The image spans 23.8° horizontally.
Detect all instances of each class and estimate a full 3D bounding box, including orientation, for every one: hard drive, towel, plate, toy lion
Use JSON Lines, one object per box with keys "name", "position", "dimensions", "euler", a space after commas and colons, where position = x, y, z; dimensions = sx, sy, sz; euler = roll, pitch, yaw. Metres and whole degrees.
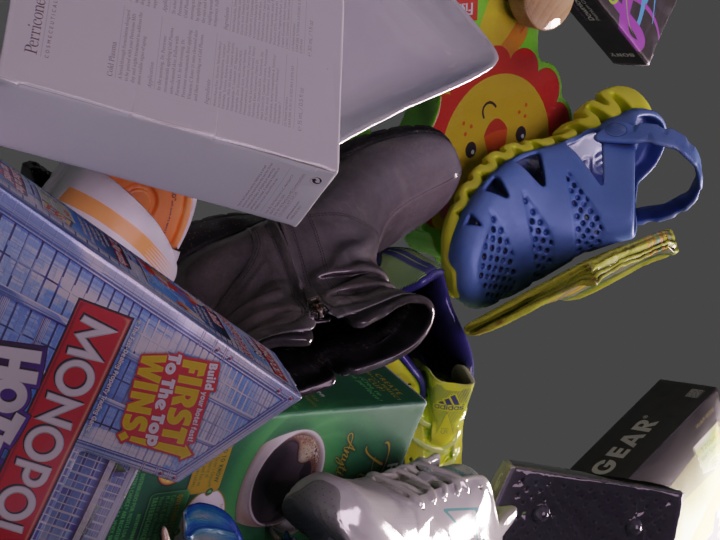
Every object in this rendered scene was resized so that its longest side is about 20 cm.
{"name": "hard drive", "position": [0.111, 0.214, 1.050], "dimensions": [0.134, 0.042, 0.201], "euler": [10, 103, -21]}
{"name": "towel", "position": [0.131, 0.009, 1.024], "dimensions": [0.018, 0.086, 0.200], "euler": [62, 23, 6]}
{"name": "plate", "position": [-0.059, -0.137, 0.844], "dimensions": [0.199, 0.032, 0.200], "euler": [-31, 77, -37]}
{"name": "toy lion", "position": [0.053, -0.092, 1.004], "dimensions": [0.199, 0.068, 0.193], "euler": [-11, 110, -43]}

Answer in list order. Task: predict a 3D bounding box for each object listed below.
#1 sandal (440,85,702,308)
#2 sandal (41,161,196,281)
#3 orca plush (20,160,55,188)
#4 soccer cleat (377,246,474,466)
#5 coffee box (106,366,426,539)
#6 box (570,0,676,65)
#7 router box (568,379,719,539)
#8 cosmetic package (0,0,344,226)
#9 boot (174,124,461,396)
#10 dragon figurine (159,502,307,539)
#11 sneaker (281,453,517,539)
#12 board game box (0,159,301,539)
{"name": "sandal", "position": [0.128, -0.041, 1.005], "dimensions": [0.200, 0.087, 0.080], "euler": [-37, 135, -27]}
{"name": "sandal", "position": [-0.135, 0.024, 0.796], "dimensions": [0.079, 0.059, 0.207], "euler": [38, 85, -38]}
{"name": "orca plush", "position": [-0.083, -0.083, 0.858], "dimensions": [0.200, 0.071, 0.106], "euler": [-29, 114, -38]}
{"name": "soccer cleat", "position": [0.035, 0.083, 0.983], "dimensions": [0.065, 0.083, 0.201], "euler": [-28, 113, -38]}
{"name": "coffee box", "position": [-0.064, 0.114, 0.892], "dimensions": [0.199, 0.044, 0.123], "euler": [-3, 120, -43]}
{"name": "box", "position": [0.152, -0.246, 1.093], "dimensions": [0.200, 0.036, 0.143], "euler": [41, 68, -38]}
{"name": "router box", "position": [0.191, 0.195, 1.169], "dimensions": [0.200, 0.052, 0.158], "euler": [-39, 119, -34]}
{"name": "cosmetic package", "position": [-0.084, -0.130, 0.773], "dimensions": [0.150, 0.052, 0.201], "euler": [17, 54, -21]}
{"name": "boot", "position": [0.000, 0.000, 0.882], "dimensions": [0.199, 0.132, 0.070], "euler": [-30, 128, -23]}
{"name": "dragon figurine", "position": [-0.065, 0.149, 0.806], "dimensions": [0.200, 0.099, 0.059], "euler": [29, 88, -52]}
{"name": "sneaker", "position": [0.023, 0.129, 0.908], "dimensions": [0.080, 0.070, 0.200], "euler": [-56, 150, -3]}
{"name": "board game box", "position": [-0.139, 0.058, 0.740], "dimensions": [0.199, 0.062, 0.201], "euler": [22, 101, -21]}
